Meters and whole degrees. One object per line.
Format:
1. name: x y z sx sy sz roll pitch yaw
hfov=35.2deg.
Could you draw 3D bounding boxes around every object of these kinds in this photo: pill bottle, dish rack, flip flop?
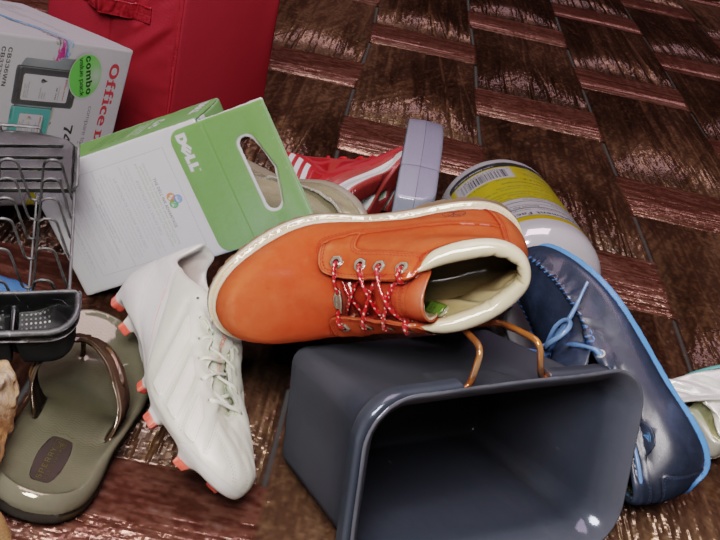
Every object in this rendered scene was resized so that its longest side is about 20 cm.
1. pill bottle: 0.137 -0.008 0.960 0.111 0.111 0.200 7 27 -12
2. dish rack: -0.250 -0.027 0.715 0.153 0.055 0.200 0 53 -10
3. flip flop: -0.178 0.076 0.703 0.081 0.058 0.200 12 26 -2

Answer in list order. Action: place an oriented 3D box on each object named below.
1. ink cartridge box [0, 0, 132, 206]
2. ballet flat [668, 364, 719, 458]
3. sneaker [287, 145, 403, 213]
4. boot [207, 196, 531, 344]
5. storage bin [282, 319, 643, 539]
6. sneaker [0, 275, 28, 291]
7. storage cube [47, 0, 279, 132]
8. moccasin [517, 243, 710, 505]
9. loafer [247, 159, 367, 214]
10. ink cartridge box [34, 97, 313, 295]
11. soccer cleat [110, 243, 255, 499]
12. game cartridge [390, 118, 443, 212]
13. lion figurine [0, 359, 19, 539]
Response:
1. ink cartridge box: -0.321 -0.144 0.941 0.146 0.147 0.200 24 16 25
2. ballet flat: 0.229 0.110 0.827 0.200 0.069 0.069 -1 28 -13
3. sneaker: -0.010 -0.101 1.121 0.115 0.078 0.200 27 28 25
4. boot: 0.003 0.007 0.669 0.200 0.075 0.107 -14 17 2
5. storage bin: 0.051 0.092 0.702 0.200 0.146 0.134 -4 20 -31
6. sneaker: -0.316 0.005 0.765 0.200 0.078 0.066 5 25 -18
7. storage cube: -0.209 -0.236 1.185 0.171 0.180 0.200 24 29 22
8. moccasin: 0.154 0.064 0.763 0.068 0.080 0.200 -20 58 -24
9. loafer: -0.079 -0.048 0.993 0.200 0.076 0.068 19 26 35
10. ink cartridge box: -0.134 -0.061 0.848 0.200 0.104 0.059 -16 20 19
11. soccer cleat: -0.102 0.056 0.721 0.069 0.078 0.200 50 6 -46
12. game cartridge: 0.044 -0.055 0.987 0.040 0.133 0.200 7 26 2
13. lion figurine: -0.217 0.118 0.575 0.122 0.073 0.200 -14 41 -24
